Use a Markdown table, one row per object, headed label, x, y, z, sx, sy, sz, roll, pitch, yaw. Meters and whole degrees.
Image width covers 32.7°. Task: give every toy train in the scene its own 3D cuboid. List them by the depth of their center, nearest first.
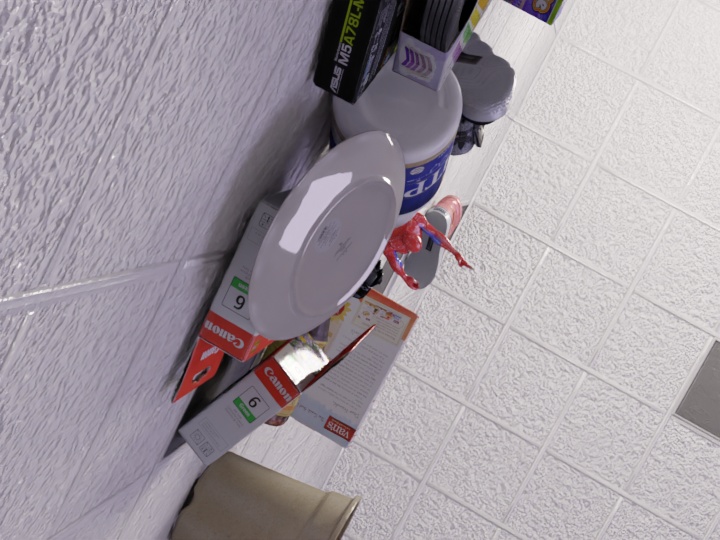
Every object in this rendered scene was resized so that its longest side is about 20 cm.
| label | x | y | z | sx | sy | sz | roll | pitch | yaw |
| --- | --- | --- | --- | --- | --- | --- | --- | --- | --- |
| toy train | 0.000 | 0.000 | 1.358 | 0.046 | 0.034 | 0.200 | -51 | -174 | 7 |

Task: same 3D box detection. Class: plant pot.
| label | x | y | z | sx | sy | sz | roll | pitch | yaw |
| --- | --- | --- | --- | --- | --- | --- | --- | --- | --- |
| plant pot | -0.125 | 0.324 | 1.509 | 0.202 | 0.182 | 0.201 | -60 | 173 | -13 |

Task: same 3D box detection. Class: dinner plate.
| label | x | y | z | sx | sy | sz | roll | pitch | yaw |
| --- | --- | --- | --- | --- | --- | --- | --- | --- | --- |
| dinner plate | -0.019 | -0.023 | 1.030 | 0.200 | 0.024 | 0.201 | -41 | 149 | -31 |

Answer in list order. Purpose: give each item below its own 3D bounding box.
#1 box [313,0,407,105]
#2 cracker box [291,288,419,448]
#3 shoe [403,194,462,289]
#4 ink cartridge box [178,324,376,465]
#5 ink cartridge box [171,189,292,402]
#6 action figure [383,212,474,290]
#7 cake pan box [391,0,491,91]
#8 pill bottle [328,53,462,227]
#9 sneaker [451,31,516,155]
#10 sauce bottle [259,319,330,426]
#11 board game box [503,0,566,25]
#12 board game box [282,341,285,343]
| label | x | y | z | sx | sy | sz | roll | pitch | yaw |
| --- | --- | --- | --- | --- | --- | --- | --- | --- | --- |
| box | 0.038 | -0.265 | 0.993 | 0.194 | 0.047 | 0.201 | -59 | 172 | -40 |
| cracker box | -0.026 | 0.116 | 1.629 | 0.201 | 0.133 | 0.058 | -61 | 174 | -2 |
| shoe | 0.151 | -0.058 | 2.482 | 0.091 | 0.071 | 0.202 | -44 | 157 | -50 |
| ink cartridge box | -0.083 | 0.108 | 1.237 | 0.199 | 0.051 | 0.109 | -39 | 180 | 19 |
| ink cartridge box | -0.093 | 0.030 | 1.091 | 0.202 | 0.050 | 0.109 | -65 | 172 | 14 |
| action figure | 0.060 | -0.022 | 1.340 | 0.065 | 0.099 | 0.200 | -41 | -174 | 1 |
| cake pan box | 0.094 | -0.272 | 0.997 | 0.201 | 0.052 | 0.185 | -59 | 169 | -32 |
| pill bottle | 0.028 | -0.119 | 1.178 | 0.120 | 0.119 | 0.200 | -59 | 173 | -19 |
| sneaker | 0.106 | -0.161 | 1.223 | 0.201 | 0.074 | 0.115 | -108 | -165 | -60 |
| sauce bottle | -0.075 | 0.086 | 1.451 | 0.202 | 0.066 | 0.066 | -65 | 172 | 15 |
| board game box | 0.182 | -0.373 | 1.250 | 0.045 | 0.133 | 0.201 | -52 | 168 | -53 |
| board game box | -0.025 | -0.024 | 1.330 | 0.201 | 0.040 | 0.153 | -59 | -174 | -23 |
